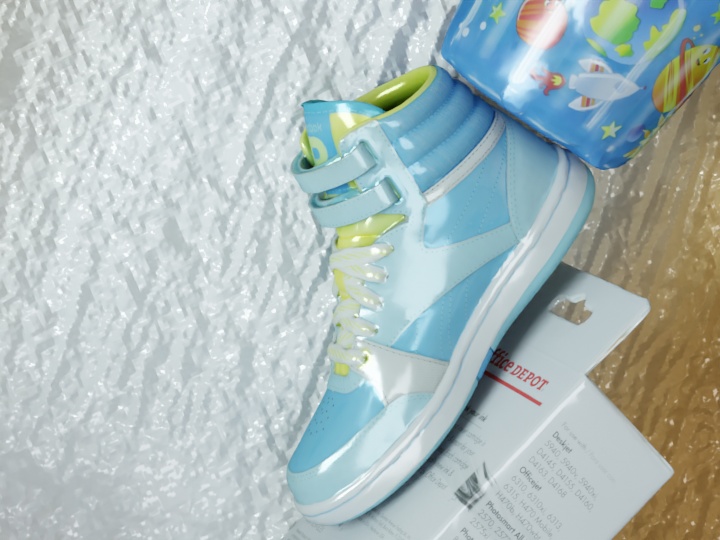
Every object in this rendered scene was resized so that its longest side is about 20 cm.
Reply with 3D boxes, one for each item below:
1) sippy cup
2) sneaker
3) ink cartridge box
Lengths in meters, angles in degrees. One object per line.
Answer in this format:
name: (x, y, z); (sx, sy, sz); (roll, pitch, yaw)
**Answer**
sippy cup: (0.107, -0.119, 1.174); (0.178, 0.140, 0.131); (37, 99, 17)
sneaker: (0.000, 0.000, 1.181); (0.130, 0.079, 0.200); (39, 76, -23)
ink cartridge box: (0.057, 0.096, 1.196); (0.200, 0.116, 0.067); (-45, 110, -6)
